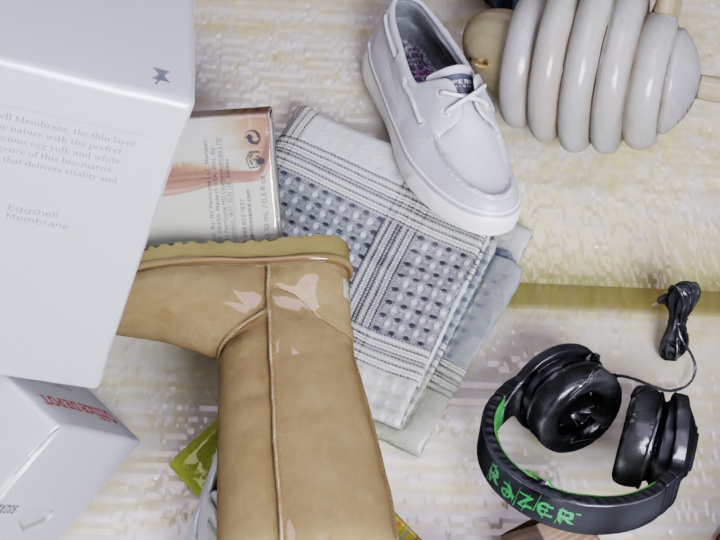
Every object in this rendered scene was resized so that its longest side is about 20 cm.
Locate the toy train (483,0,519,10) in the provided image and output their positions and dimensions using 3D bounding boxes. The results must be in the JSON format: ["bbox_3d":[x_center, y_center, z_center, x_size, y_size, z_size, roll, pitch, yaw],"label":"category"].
[{"bbox_3d":[0.087,-0.292,0.954,0.114,0.087,0.200,-43,76,-14],"label":"toy train"}]

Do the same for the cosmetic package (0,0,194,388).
[{"bbox_3d":[-0.200,-0.064,0.602,0.198,0.200,0.123,11,45,-19],"label":"cosmetic package"}]

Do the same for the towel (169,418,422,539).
[{"bbox_3d":[-0.023,0.163,0.775,0.086,0.018,0.200,-40,74,-20],"label":"towel"}]

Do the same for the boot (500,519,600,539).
[{"bbox_3d":[0.086,0.238,0.708,0.199,0.074,0.155,-21,80,-22],"label":"boot"}]

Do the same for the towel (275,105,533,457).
[{"bbox_3d":[0.000,0.000,0.841,0.199,0.035,0.193,27,66,7],"label":"towel"}]

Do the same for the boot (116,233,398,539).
[{"bbox_3d":[-0.074,0.082,0.698,0.174,0.066,0.201,-9,63,6],"label":"boot"}]

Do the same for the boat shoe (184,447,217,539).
[{"bbox_3d":[-0.072,0.149,0.737,0.073,0.067,0.201,4,68,2],"label":"boat shoe"}]

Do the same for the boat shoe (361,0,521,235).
[{"bbox_3d":[0.059,-0.112,0.853,0.072,0.069,0.201,-3,49,-18],"label":"boat shoe"}]

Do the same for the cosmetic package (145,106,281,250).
[{"bbox_3d":[-0.150,-0.053,0.780,0.199,0.103,0.088,-5,100,-3],"label":"cosmetic package"}]

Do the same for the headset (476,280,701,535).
[{"bbox_3d":[0.157,0.081,0.774,0.123,0.094,0.200,26,38,29],"label":"headset"}]

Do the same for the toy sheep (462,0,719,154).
[{"bbox_3d":[0.166,-0.146,0.869,0.199,0.138,0.139,12,64,19],"label":"toy sheep"}]

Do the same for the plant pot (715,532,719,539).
[{"bbox_3d":[0.331,0.182,0.711,0.176,0.200,0.200,41,68,0],"label":"plant pot"}]

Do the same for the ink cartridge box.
[{"bbox_3d":[-0.241,0.060,0.724,0.200,0.145,0.084,41,86,13],"label":"ink cartridge box"}]
